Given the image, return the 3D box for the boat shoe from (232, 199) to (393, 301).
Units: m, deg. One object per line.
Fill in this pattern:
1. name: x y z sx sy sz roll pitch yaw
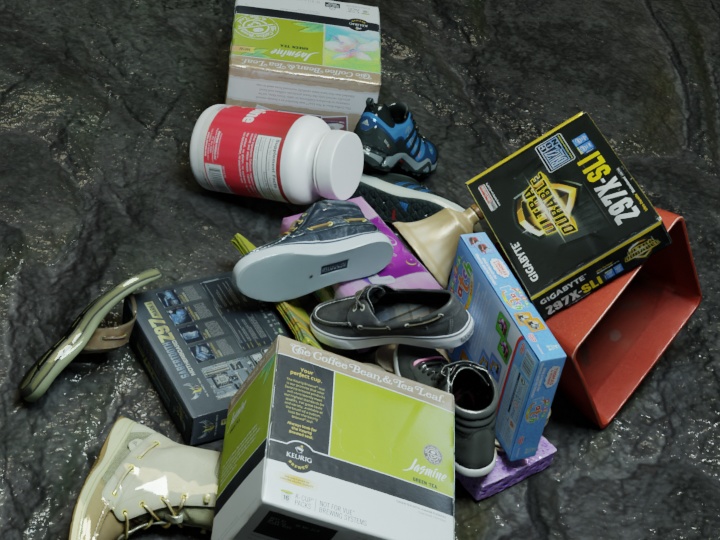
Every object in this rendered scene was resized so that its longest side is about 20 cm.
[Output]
1. boat shoe: -0.068 -0.025 1.696 0.200 0.071 0.091 -10 42 -29

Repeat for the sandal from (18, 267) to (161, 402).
1. sandal: -0.288 0.073 1.619 0.057 0.080 0.201 44 74 -10

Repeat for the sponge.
1. sponge: 0.113 0.162 1.656 0.111 0.030 0.200 -20 50 -31

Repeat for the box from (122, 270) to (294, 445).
1. box: -0.158 0.092 1.659 0.158 0.051 0.200 -14 47 -28

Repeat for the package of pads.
1. package of pads: 0.000 0.000 1.780 0.120 0.076 0.200 -19 49 -27

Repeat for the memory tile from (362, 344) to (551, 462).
1. memory tile: 0.097 0.139 1.645 0.200 0.017 0.153 33 46 26

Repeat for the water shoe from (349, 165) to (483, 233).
1. water shoe: 0.075 -0.088 1.901 0.200 0.072 0.079 24 37 14

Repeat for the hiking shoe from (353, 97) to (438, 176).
1. hiking shoe: 0.056 -0.174 1.936 0.074 0.087 0.200 23 12 24

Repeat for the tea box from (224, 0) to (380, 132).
1. tea box: -0.080 -0.265 2.007 0.200 0.134 0.197 6 42 -6

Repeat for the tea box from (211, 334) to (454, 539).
1. tea box: -0.024 0.200 1.450 0.200 0.134 0.197 21 47 -17

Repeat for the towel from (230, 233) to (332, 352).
1. towel: -0.087 0.039 1.724 0.018 0.086 0.200 -39 50 5

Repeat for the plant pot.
1. plant pot: 0.248 0.022 1.682 0.176 0.200 0.200 32 76 33

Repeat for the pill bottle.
1. pill bottle: -0.103 -0.143 1.854 0.200 0.112 0.112 10 38 26

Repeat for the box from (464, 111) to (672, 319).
1. box: 0.222 -0.063 1.608 0.160 0.049 0.200 -30 45 6

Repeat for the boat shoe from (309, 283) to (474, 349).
1. boat shoe: 0.025 0.045 1.618 0.200 0.066 0.070 5 47 33

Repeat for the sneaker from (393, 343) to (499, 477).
1. sneaker: 0.095 0.116 1.583 0.071 0.099 0.200 -11 43 -20

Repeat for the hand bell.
1. hand bell: 0.148 -0.077 1.806 0.200 0.104 0.104 -38 53 0

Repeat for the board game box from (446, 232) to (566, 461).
1. board game box: 0.147 0.080 1.595 0.037 0.151 0.200 -9 44 -21

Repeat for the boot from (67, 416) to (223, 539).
1. boot: -0.198 0.240 1.469 0.154 0.072 0.200 15 41 1
